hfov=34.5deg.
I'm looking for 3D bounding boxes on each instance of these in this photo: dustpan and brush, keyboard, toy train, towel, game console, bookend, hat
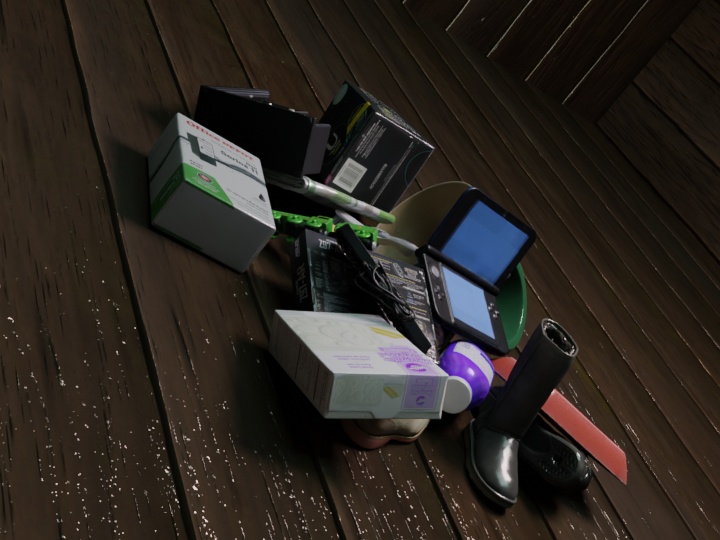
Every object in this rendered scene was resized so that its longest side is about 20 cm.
[{"bbox_3d":[0.011,-0.051,1.755,0.200,0.057,0.139,34,17,30],"label":"dustpan and brush"},{"bbox_3d":[0.017,0.030,1.464,0.200,0.040,0.104,55,-15,14],"label":"keyboard"},{"bbox_3d":[-0.070,-0.058,1.621,0.199,0.042,0.056,13,22,14],"label":"toy train"},{"bbox_3d":[-0.059,-0.115,1.811,0.200,0.031,0.149,21,1,-43],"label":"towel"},{"bbox_3d":[0.183,0.006,1.674,0.200,0.118,0.171,28,42,-46],"label":"game console"},{"bbox_3d":[-0.122,-0.214,1.781,0.200,0.092,0.199,19,14,22],"label":"bookend"},{"bbox_3d":[0.172,0.044,1.943,0.200,0.176,0.166,-60,137,-47],"label":"hat"}]

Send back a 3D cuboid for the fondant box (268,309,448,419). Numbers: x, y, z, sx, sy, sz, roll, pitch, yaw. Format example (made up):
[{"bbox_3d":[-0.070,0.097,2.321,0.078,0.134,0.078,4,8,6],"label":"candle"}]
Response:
[{"bbox_3d":[-0.007,0.107,1.342,0.144,0.058,0.200,4,17,-24],"label":"fondant box"}]

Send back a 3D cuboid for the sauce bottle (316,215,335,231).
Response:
[{"bbox_3d":[0.000,0.000,1.701,0.200,0.065,0.065,36,21,-12],"label":"sauce bottle"}]

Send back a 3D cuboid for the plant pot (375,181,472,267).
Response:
[{"bbox_3d":[0.125,-0.022,1.812,0.135,0.200,0.200,54,13,-28],"label":"plant pot"}]

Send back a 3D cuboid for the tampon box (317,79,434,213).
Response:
[{"bbox_3d":[0.007,-0.208,1.965,0.126,0.150,0.200,29,13,-26],"label":"tampon box"}]

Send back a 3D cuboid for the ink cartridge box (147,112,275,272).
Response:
[{"bbox_3d":[-0.203,-0.108,1.553,0.146,0.083,0.200,28,23,-27],"label":"ink cartridge box"}]

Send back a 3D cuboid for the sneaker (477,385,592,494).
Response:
[{"bbox_3d":[0.245,0.242,1.611,0.199,0.076,0.114,38,-6,41],"label":"sneaker"}]

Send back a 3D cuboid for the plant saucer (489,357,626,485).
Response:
[{"bbox_3d":[0.285,0.204,1.666,0.200,0.037,0.200,42,0,-19],"label":"plant saucer"}]

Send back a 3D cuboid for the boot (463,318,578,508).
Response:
[{"bbox_3d":[0.214,0.182,1.493,0.072,0.200,0.182,29,23,-25],"label":"boot"}]

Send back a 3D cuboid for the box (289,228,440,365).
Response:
[{"bbox_3d":[0.005,0.045,1.532,0.200,0.044,0.161,18,46,-31],"label":"box"}]

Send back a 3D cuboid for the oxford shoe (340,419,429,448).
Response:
[{"bbox_3d":[0.053,0.167,1.433,0.071,0.074,0.200,45,22,15],"label":"oxford shoe"}]

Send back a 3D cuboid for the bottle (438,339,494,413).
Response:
[{"bbox_3d":[0.137,0.149,1.585,0.084,0.065,0.200,43,13,2],"label":"bottle"}]

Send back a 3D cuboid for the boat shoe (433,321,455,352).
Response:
[{"bbox_3d":[0.085,0.089,1.650,0.074,0.069,0.200,44,22,11],"label":"boat shoe"}]
